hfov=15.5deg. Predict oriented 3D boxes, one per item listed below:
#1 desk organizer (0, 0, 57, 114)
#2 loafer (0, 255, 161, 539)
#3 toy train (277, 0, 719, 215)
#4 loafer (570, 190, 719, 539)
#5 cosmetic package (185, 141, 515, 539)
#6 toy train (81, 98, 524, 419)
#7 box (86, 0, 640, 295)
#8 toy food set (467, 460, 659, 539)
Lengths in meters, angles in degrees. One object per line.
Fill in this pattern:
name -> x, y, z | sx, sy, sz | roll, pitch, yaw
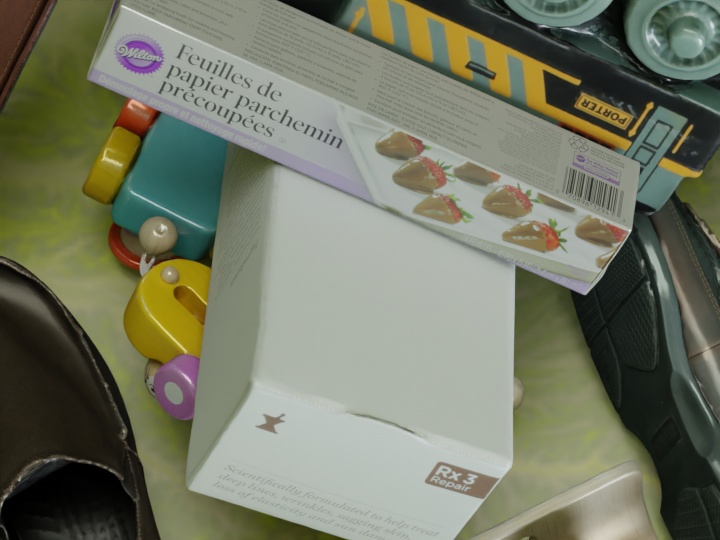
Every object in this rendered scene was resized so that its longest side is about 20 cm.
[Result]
desk organizer -> -0.159, -0.100, 0.995 | 0.077, 0.072, 0.200 | 26, 107, -11
loafer -> -0.113, 0.073, 0.992 | 0.073, 0.071, 0.200 | -25, 71, -12
toy train -> 0.058, -0.099, 0.959 | 0.200, 0.114, 0.085 | 22, 38, -11
loafer -> 0.136, 0.041, 1.025 | 0.063, 0.072, 0.200 | -12, 74, -25
cosmetic package -> 0.000, 0.000, 0.973 | 0.101, 0.074, 0.200 | 19, 47, -14
toy train -> -0.032, 0.013, 1.035 | 0.150, 0.056, 0.200 | -4, 54, -32
box -> 0.003, -0.053, 0.941 | 0.200, 0.039, 0.041 | 23, 43, -10
toy food set -> 0.088, 0.185, 0.960 | 0.143, 0.060, 0.200 | -25, 70, -12
